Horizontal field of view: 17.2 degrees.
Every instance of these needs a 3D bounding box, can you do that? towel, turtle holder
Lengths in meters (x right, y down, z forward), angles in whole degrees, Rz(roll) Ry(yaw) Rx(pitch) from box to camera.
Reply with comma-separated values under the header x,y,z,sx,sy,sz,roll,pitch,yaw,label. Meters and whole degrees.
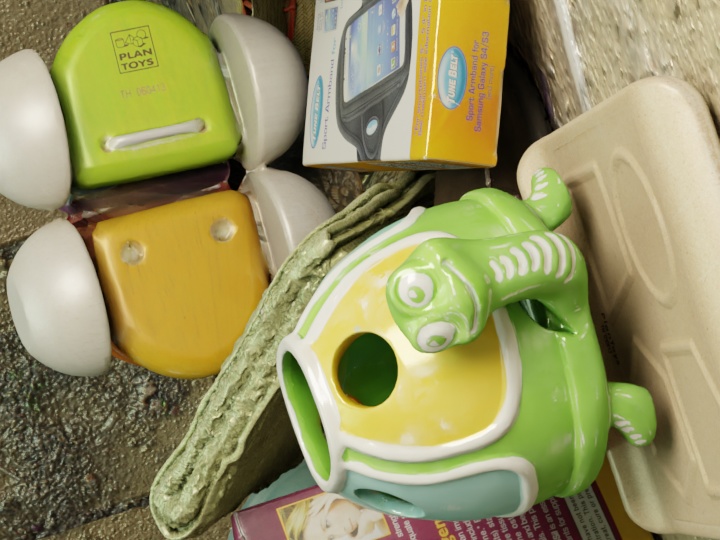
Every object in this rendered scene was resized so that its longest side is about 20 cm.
x,y,z,sx,sy,sz,roll,pitch,yaw,label
-0.029,0.039,1.204,0.036,0.148,0.200,36,117,14,towel
0.041,0.043,0.996,0.185,0.131,0.141,-158,52,-74,turtle holder

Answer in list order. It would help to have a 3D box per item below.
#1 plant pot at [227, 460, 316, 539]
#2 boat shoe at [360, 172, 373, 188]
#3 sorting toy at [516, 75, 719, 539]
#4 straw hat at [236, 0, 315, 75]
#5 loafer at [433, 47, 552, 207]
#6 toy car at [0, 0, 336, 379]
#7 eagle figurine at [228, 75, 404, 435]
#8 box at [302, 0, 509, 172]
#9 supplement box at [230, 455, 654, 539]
x,y,z,sx,sy,sz,roll,pitch,yaw,label
0.021,0.220,1.654,0.134,0.200,0.201,-15,94,56,plant pot
-0.008,-0.090,1.564,0.064,0.071,0.200,38,170,-14,boat shoe
0.129,0.020,0.975,0.200,0.036,0.186,155,97,-77,sorting toy
-0.029,-0.161,1.409,0.201,0.085,0.202,178,90,-85,straw hat
0.063,-0.030,1.148,0.073,0.071,0.200,88,162,-64,loafer
-0.115,-0.041,1.273,0.150,0.175,0.200,176,80,-73,toy car
0.007,-0.003,1.375,0.200,0.151,0.152,63,167,18,eagle figurine
0.016,-0.109,1.156,0.200,0.041,0.119,-177,91,-68,box
0.049,0.168,1.228,0.103,0.200,0.131,87,164,-59,supplement box
